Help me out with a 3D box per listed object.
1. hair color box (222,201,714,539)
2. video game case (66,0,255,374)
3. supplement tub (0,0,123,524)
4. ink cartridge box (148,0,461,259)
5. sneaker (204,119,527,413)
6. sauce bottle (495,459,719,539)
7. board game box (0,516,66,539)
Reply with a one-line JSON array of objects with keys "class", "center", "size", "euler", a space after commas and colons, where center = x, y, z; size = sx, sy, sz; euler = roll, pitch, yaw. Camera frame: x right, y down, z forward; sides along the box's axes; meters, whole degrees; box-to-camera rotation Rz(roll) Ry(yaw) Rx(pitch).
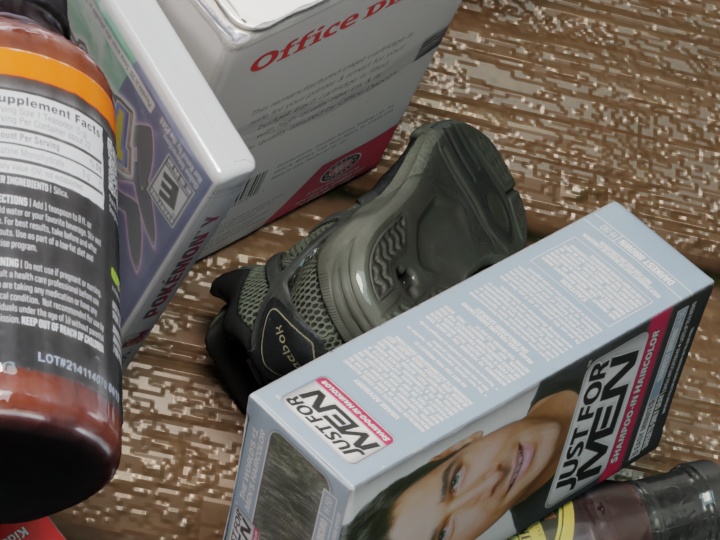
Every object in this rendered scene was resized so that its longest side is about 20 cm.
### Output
[{"class": "hair color box", "center": [0.042, 0.059, 1.103], "size": [0.200, 0.099, 0.061], "euler": [-27, 55, -35]}, {"class": "video game case", "center": [-0.129, -0.071, 1.133], "size": [0.023, 0.182, 0.200], "euler": [-22, 71, -34]}, {"class": "supplement tub", "center": [-0.140, -0.017, 1.020], "size": [0.106, 0.107, 0.201], "euler": [5, 61, -16]}, {"class": "ink cartridge box", "center": [-0.041, -0.096, 1.166], "size": [0.145, 0.200, 0.085], "euler": [-29, 74, -30]}, {"class": "sneaker", "center": [0.000, 0.000, 1.203], "size": [0.076, 0.114, 0.199], "euler": [60, 30, -11]}, {"class": "sauce bottle", "center": [0.063, 0.118, 1.167], "size": [0.199, 0.066, 0.066], "euler": [-13, 67, -26]}, {"class": "board game box", "center": [-0.146, 0.216, 1.045], "size": [0.200, 0.056, 0.196], "euler": [-33, 76, -30]}]
